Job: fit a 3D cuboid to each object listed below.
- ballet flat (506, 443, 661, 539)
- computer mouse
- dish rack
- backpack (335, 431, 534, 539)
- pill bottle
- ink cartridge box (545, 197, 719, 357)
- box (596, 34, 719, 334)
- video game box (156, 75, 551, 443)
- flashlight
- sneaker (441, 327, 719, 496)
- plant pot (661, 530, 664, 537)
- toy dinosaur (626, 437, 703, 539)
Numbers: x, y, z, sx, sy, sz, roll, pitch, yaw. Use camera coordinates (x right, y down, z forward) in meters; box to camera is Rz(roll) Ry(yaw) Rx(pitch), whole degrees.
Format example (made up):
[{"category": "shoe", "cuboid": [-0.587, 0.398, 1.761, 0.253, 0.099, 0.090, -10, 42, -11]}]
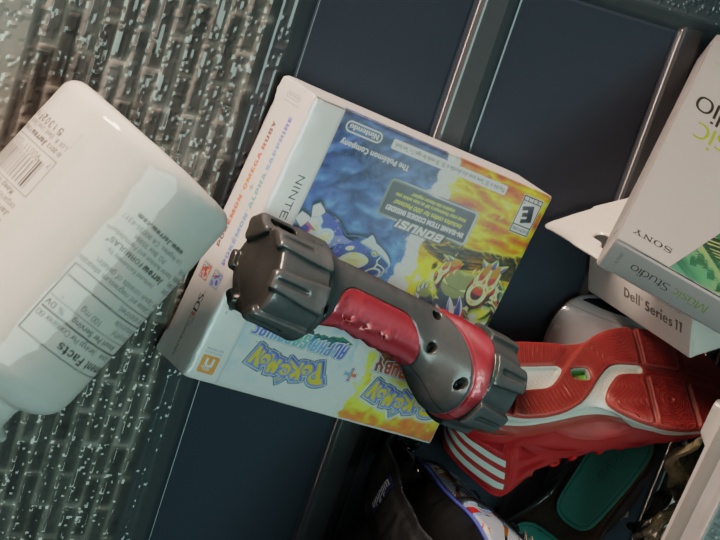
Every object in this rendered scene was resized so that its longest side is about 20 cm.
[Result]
[{"category": "ballet flat", "cuboid": [0.141, 0.187, 1.141, 0.200, 0.073, 0.073, -48, 128, -4]}, {"category": "computer mouse", "cuboid": [0.211, 0.072, 1.146, 0.200, 0.044, 0.110, 15, 104, -36]}, {"category": "dish rack", "cuboid": [0.245, 0.153, 1.068, 0.171, 0.043, 0.200, -4, 121, -56]}, {"category": "backpack", "cuboid": [0.044, 0.230, 1.010, 0.154, 0.190, 0.200, 32, 92, -19]}, {"category": "pill bottle", "cuboid": [-0.174, 0.010, 0.830, 0.200, 0.114, 0.114, -48, 128, -4]}, {"category": "ink cartridge box", "cuboid": [0.234, -0.006, 1.077, 0.200, 0.117, 0.067, -14, 119, -24]}, {"category": "box", "cuboid": [0.251, -0.045, 1.014, 0.200, 0.144, 0.036, -59, 178, -33]}, {"category": "video game box", "cuboid": [0.000, 0.000, 0.980, 0.200, 0.047, 0.183, 19, 103, -37]}, {"category": "flashlight", "cuboid": [0.010, 0.038, 0.934, 0.200, 0.068, 0.068, 25, 101, -39]}, {"category": "sneaker", "cuboid": [0.146, 0.099, 1.086, 0.199, 0.079, 0.116, 7, 144, -19]}, {"category": "plant pot", "cuboid": [0.308, 0.316, 1.233, 0.200, 0.183, 0.201, -13, 118, -27]}, {"category": "toy dinosaur", "cuboid": [0.226, 0.159, 1.133, 0.088, 0.047, 0.200, -53, 155, 3]}]
